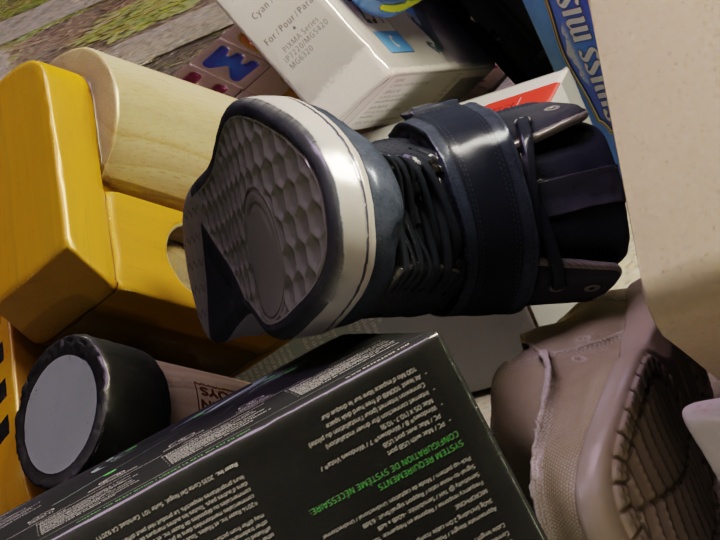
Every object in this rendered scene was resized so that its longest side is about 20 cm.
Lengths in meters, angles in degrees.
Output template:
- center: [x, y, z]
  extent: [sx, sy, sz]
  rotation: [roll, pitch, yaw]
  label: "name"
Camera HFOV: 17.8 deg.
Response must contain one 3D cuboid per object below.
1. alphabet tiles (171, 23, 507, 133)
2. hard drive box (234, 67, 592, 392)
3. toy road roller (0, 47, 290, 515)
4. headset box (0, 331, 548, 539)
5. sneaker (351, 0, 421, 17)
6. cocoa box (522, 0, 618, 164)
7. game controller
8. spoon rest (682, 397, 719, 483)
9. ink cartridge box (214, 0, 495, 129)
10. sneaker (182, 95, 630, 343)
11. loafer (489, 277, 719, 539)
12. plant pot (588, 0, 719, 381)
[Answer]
- center: [-0.002, -0.084, 1.184]
  extent: [0.166, 0.006, 0.200]
  rotation: [27, 37, 12]
  label: "alphabet tiles"
- center: [0.000, 0.000, 1.008]
  extent: [0.200, 0.077, 0.156]
  rotation: [-16, 20, 24]
  label: "hard drive box"
- center: [-0.102, 0.031, 0.889]
  extent: [0.123, 0.201, 0.146]
  rotation: [17, -36, -41]
  label: "toy road roller"
- center: [-0.048, 0.097, 0.704]
  extent: [0.174, 0.093, 0.200]
  rotation: [-28, 3, -9]
  label: "headset box"
- center: [0.042, -0.188, 1.072]
  extent: [0.200, 0.083, 0.071]
  rotation: [-39, -3, -46]
  label: "sneaker"
- center: [0.186, -0.150, 1.093]
  extent: [0.131, 0.134, 0.200]
  rotation: [-9, 24, 43]
  label: "cocoa box"
- center: [0.045, -0.147, 1.165]
  extent: [0.042, 0.200, 0.104]
  rotation: [-42, -4, 2]
  label: "game controller"
- center: [0.090, 0.121, 0.611]
  extent: [0.099, 0.061, 0.200]
  rotation: [-12, 35, 37]
  label: "spoon rest"
- center: [-0.029, -0.146, 1.105]
  extent: [0.045, 0.176, 0.200]
  rotation: [-45, -7, 16]
  label: "ink cartridge box"
- center: [0.026, -0.021, 0.743]
  extent: [0.146, 0.077, 0.202]
  rotation: [-8, -2, -12]
  label: "sneaker"
- center: [0.077, 0.059, 0.759]
  extent: [0.068, 0.076, 0.200]
  rotation: [-21, 9, 16]
  label: "loafer"
- center: [0.179, -0.077, 0.690]
  extent: [0.177, 0.200, 0.200]
  rotation: [-14, -19, 19]
  label: "plant pot"
